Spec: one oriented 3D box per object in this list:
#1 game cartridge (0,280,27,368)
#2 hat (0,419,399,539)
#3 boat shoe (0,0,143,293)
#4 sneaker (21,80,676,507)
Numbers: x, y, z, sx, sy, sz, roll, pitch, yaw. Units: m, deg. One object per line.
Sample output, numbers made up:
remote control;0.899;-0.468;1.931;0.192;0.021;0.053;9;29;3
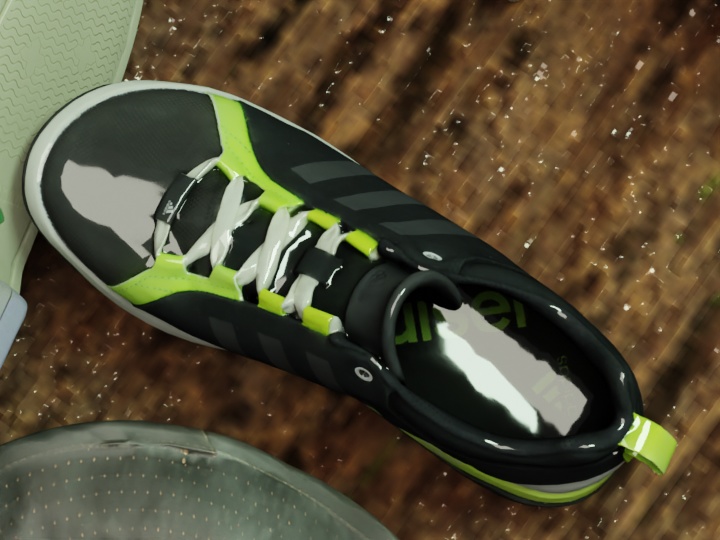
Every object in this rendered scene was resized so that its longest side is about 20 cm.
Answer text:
game cartridge;-0.174;0.082;0.713;0.129;0.038;0.201;16;76;33
hat;-0.062;0.146;0.756;0.199;0.081;0.202;0;79;-1
boat shoe;-0.122;-0.040;0.793;0.067;0.072;0.201;15;77;31
sneaker;0.000;0.000;0.759;0.199;0.083;0.072;26;80;-2
